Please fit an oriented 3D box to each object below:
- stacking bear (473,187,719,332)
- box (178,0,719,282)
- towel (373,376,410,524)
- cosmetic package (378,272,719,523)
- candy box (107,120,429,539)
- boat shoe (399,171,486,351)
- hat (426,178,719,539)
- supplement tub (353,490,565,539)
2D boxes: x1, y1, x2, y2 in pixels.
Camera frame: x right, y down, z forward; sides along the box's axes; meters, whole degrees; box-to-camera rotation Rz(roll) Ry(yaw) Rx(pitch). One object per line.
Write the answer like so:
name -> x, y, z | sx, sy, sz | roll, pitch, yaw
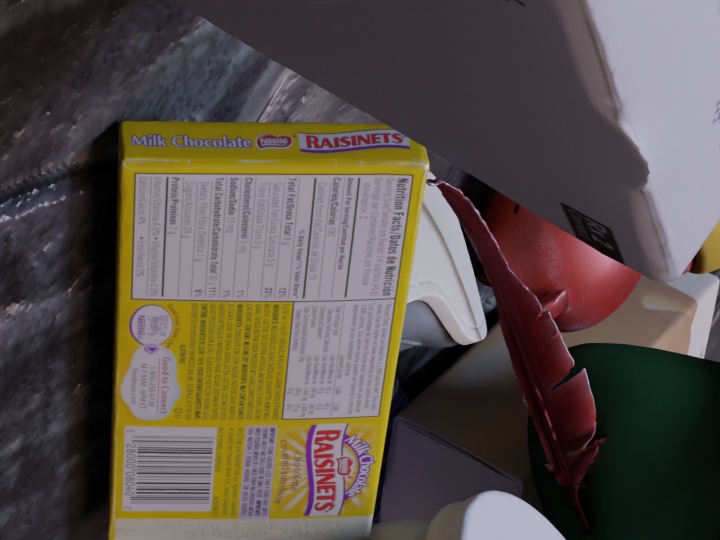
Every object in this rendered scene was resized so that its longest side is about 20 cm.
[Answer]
stacking bear -> 0.139, -0.049, 1.062 | 0.199, 0.121, 0.114 | -34, 121, -6
box -> 0.027, -0.124, 0.638 | 0.131, 0.199, 0.199 | -55, 157, -9
towel -> -0.011, 0.129, 1.113 | 0.145, 0.024, 0.200 | -53, 157, -12
cosmetic package -> 0.091, 0.074, 1.156 | 0.200, 0.071, 0.106 | -41, 148, -44
candy box -> -0.038, 0.028, 0.850 | 0.101, 0.027, 0.201 | -1, 136, -9
boat shoe -> 0.000, 0.000, 0.948 | 0.061, 0.073, 0.200 | -19, 171, 16
hat -> 0.076, 0.065, 1.030 | 0.166, 0.175, 0.201 | -73, -175, -74
supplement tub -> -0.003, 0.185, 0.959 | 0.199, 0.141, 0.140 | -30, 167, 23
